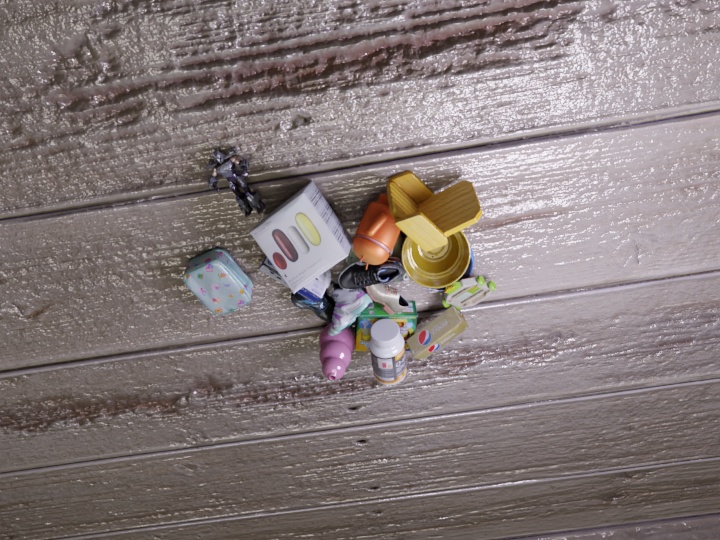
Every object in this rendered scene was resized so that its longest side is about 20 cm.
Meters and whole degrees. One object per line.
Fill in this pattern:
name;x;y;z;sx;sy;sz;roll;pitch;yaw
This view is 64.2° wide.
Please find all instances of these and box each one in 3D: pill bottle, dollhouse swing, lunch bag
pill bottle;0.087;0.260;1.834;0.112;0.118;0.204;-7;131;2
dollhouse swing;0.191;-0.189;1.502;0.174;0.203;0.180;-37;124;26
lunch bag;-0.423;0.036;1.735;0.157;0.078;0.202;-24;128;14

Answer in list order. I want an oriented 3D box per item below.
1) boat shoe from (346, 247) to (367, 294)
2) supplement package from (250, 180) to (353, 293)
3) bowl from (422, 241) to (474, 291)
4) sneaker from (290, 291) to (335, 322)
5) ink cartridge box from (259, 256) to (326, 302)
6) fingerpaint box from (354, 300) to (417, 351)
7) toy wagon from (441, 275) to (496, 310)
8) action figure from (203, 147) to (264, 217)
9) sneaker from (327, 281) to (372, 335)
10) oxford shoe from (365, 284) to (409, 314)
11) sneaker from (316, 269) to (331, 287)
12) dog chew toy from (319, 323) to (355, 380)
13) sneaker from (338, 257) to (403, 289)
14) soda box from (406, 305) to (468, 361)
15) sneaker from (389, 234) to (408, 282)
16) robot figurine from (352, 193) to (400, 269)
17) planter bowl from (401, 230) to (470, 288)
boat shoe;0.000;0.000;1.741;0.070;0.063;0.204;-10;130;5
supplement package;-0.154;-0.091;1.546;0.189;0.148;0.202;-33;103;15
bowl;0.253;-0.018;1.759;0.193;0.040;0.205;-2;131;-2
sneaker;-0.120;0.100;1.810;0.195;0.074;0.083;21;127;-21
ink cartridge box;-0.201;0.022;1.702;0.197;0.045;0.094;32;160;-11
fingerpaint box;0.081;0.185;1.895;0.193;0.075;0.170;1;131;-5
toy wagon;0.325;0.066;1.791;0.154;0.041;0.197;-35;144;31
action figure;-0.331;-0.237;1.517;0.127;0.070;0.202;-18;126;24
sneaker;-0.062;0.098;1.767;0.200;0.077;0.141;-44;79;31
oxford shoe;0.079;0.064;1.753;0.072;0.073;0.199;-17;143;28
sneaker;-0.164;-0.022;1.720;0.080;0.078;0.201;-15;128;36
dog chew toy;-0.080;0.268;1.867;0.120;0.203;0.127;2;131;3
sneaker;0.026;0.011;1.623;0.194;0.112;0.075;-17;98;6
soda box;0.247;0.203;1.844;0.199;0.069;0.063;-40;143;20
sneaker;0.121;-0.040;1.713;0.087;0.068;0.203;4;137;-4
robot figurine;0.047;-0.105;1.571;0.115;0.143;0.205;28;80;-25
planter bowl;0.214;-0.059;1.647;0.193;0.084;0.207;2;113;4
